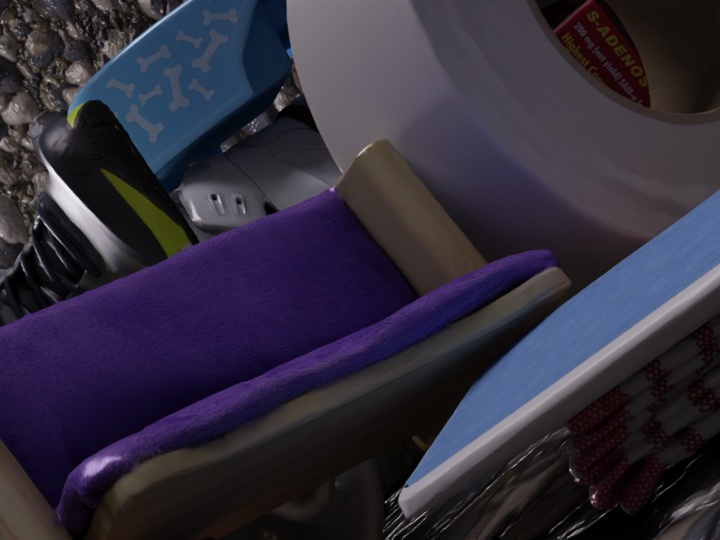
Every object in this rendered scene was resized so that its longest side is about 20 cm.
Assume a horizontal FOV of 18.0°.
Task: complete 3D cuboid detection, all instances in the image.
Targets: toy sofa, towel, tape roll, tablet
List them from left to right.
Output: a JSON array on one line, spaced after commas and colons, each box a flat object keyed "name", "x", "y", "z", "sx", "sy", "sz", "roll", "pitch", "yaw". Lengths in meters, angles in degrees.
[{"name": "toy sofa", "x": -0.039, "y": 0.026, "z": 0.643, "sx": 0.200, "sy": 0.083, "sz": 0.098, "roll": -24, "pitch": -22, "yaw": -43}, {"name": "tape roll", "x": 0.076, "y": -0.083, "z": 0.772, "sx": 0.202, "sy": 0.203, "sz": 0.071, "roll": -41, "pitch": 2, "yaw": -38}, {"name": "tablet", "x": 0.099, "y": -0.011, "z": 0.570, "sx": 0.200, "sy": 0.014, "sz": 0.130, "roll": -38, "pitch": 2, "yaw": 20}, {"name": "towel", "x": 0.144, "y": -0.021, "z": 0.582, "sx": 0.200, "sy": 0.030, "sz": 0.146, "roll": -37, "pitch": 3, "yaw": 25}]

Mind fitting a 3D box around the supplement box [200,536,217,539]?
[{"name": "supplement box", "x": -0.096, "y": 0.159, "z": 0.586, "sx": 0.200, "sy": 0.069, "sz": 0.067, "roll": -42, "pitch": -1, "yaw": 4}]

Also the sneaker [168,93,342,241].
[{"name": "sneaker", "x": 0.000, "y": 0.000, "z": 0.894, "sx": 0.115, "sy": 0.200, "sz": 0.075, "roll": -27, "pitch": -49, "yaw": -30}]

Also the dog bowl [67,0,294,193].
[{"name": "dog bowl", "x": -0.037, "y": -0.100, "z": 0.946, "sx": 0.200, "sy": 0.050, "sz": 0.111, "roll": -37, "pitch": -1, "yaw": -13}]

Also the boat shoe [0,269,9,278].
[{"name": "boat shoe", "x": -0.136, "y": 0.097, "z": 1.061, "sx": 0.091, "sy": 0.200, "sz": 0.071, "roll": -44, "pitch": -2, "yaw": 31}]

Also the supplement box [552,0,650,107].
[{"name": "supplement box", "x": 0.124, "y": -0.066, "z": 0.917, "sx": 0.200, "sy": 0.109, "sz": 0.061, "roll": -41, "pitch": -1, "yaw": 34}]

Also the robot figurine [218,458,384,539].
[{"name": "robot figurine", "x": -0.051, "y": 0.082, "z": 0.814, "sx": 0.200, "sy": 0.112, "sz": 0.170, "roll": 146, "pitch": 147, "yaw": -86}]

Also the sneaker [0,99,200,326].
[{"name": "sneaker", "x": -0.105, "y": 0.010, "z": 0.852, "sx": 0.081, "sy": 0.074, "sz": 0.200, "roll": -29, "pitch": -23, "yaw": -17}]

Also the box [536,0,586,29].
[{"name": "box", "x": 0.082, "y": -0.095, "z": 1.035, "sx": 0.136, "sy": 0.039, "sz": 0.200, "roll": -4, "pitch": -24, "yaw": -31}]

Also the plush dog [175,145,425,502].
[{"name": "plush dog", "x": -0.024, "y": 0.016, "z": 1.029, "sx": 0.160, "sy": 0.172, "sz": 0.200, "roll": -40, "pitch": 0, "yaw": 2}]
